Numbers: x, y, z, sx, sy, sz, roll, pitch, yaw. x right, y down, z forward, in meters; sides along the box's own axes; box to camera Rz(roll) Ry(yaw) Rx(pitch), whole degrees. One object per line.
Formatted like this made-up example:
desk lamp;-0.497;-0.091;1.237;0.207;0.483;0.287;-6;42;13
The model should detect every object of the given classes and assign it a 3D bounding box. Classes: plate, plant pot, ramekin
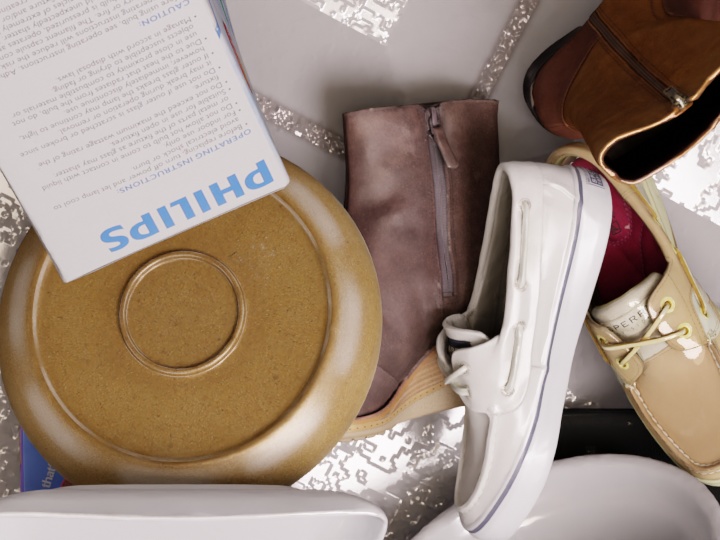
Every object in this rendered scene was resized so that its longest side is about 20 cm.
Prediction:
plate;-0.097;0.152;1.294;0.199;0.200;0.032;1;59;-9
plant pot;-0.089;0.024;1.296;0.199;0.028;0.201;-1;73;4
ramekin;0.108;0.196;1.323;0.200;0.201;0.098;-27;118;-3

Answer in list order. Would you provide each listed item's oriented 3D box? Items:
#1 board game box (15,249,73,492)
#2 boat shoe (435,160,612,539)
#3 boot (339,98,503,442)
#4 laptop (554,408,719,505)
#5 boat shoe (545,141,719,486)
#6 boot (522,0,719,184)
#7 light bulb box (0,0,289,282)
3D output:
board game box;-0.116;0.089;1.374;0.134;0.045;0.201;-1;100;-9
boat shoe;0.072;0.041;1.315;0.065;0.072;0.201;11;106;-19
boot;0.000;0.000;1.350;0.199;0.072;0.167;-12;96;-29
laptop;0.219;0.153;1.428;0.199;0.116;0.188;-2;102;35
boat shoe;0.147;0.022;1.348;0.074;0.066;0.201;-34;70;22
boot;0.169;-0.130;1.299;0.188;0.200;0.069;-36;103;-1
light bulb box;-0.139;-0.143;1.211;0.124;0.199;0.200;-23;135;2
